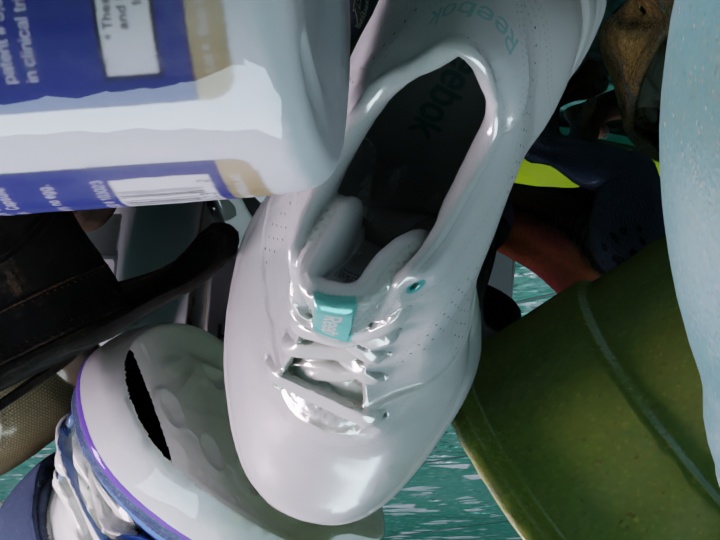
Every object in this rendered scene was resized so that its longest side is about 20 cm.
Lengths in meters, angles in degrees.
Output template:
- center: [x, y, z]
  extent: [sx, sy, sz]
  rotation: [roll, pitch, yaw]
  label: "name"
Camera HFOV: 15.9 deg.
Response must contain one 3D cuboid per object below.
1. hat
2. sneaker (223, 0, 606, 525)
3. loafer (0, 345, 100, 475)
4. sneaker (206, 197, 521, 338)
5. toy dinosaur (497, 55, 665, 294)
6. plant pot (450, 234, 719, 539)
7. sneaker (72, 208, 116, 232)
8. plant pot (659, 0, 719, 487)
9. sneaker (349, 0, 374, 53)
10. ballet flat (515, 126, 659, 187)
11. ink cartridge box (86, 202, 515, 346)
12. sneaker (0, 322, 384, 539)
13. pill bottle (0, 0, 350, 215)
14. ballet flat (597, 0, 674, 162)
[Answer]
- center: [-0.138, 0.012, 0.753]
  extent: [0.201, 0.081, 0.201]
  rotation: [-30, -173, 4]
  label: "hat"
- center: [0.000, 0.000, 0.677]
  extent: [0.075, 0.200, 0.089]
  rotation: [22, -146, 4]
  label: "sneaker"
- center: [-0.181, 0.003, 0.884]
  extent: [0.200, 0.067, 0.076]
  rotation: [32, 169, 4]
  label: "loafer"
- center: [-0.001, -0.029, 0.835]
  extent: [0.087, 0.076, 0.200]
  rotation: [-21, 131, 5]
  label: "sneaker"
- center: [0.117, 0.016, 0.909]
  extent: [0.200, 0.182, 0.105]
  rotation: [-24, 162, 5]
  label: "toy dinosaur"
- center: [0.158, 0.033, 0.770]
  extent: [0.190, 0.200, 0.200]
  rotation: [-43, 157, 12]
  label: "plant pot"
- center: [-0.125, -0.046, 0.845]
  extent: [0.075, 0.071, 0.200]
  rotation: [7, 166, -19]
  label: "sneaker"
- center: [0.142, -0.053, 0.492]
  extent: [0.200, 0.134, 0.200]
  rotation: [-20, -170, 4]
  label: "plant pot"
- center: [-0.092, -0.068, 0.703]
  extent: [0.200, 0.067, 0.090]
  rotation: [-7, -178, -11]
  label: "sneaker"
- center: [0.123, -0.020, 1.036]
  extent: [0.200, 0.067, 0.067]
  rotation: [2, 169, -22]
  label: "ballet flat"
- center: [-0.054, 0.006, 1.001]
  extent: [0.147, 0.083, 0.200]
  rotation: [6, 179, -36]
  label: "ink cartridge box"
- center: [-0.087, 0.089, 0.856]
  extent: [0.146, 0.081, 0.200]
  rotation: [-26, 161, 14]
  label: "sneaker"
- center: [-0.108, -0.067, 0.609]
  extent: [0.200, 0.111, 0.111]
  rotation: [-4, 170, 7]
  label: "pill bottle"
- center: [0.114, -0.073, 0.749]
  extent: [0.071, 0.071, 0.200]
  rotation: [-1, 169, -7]
  label: "ballet flat"
